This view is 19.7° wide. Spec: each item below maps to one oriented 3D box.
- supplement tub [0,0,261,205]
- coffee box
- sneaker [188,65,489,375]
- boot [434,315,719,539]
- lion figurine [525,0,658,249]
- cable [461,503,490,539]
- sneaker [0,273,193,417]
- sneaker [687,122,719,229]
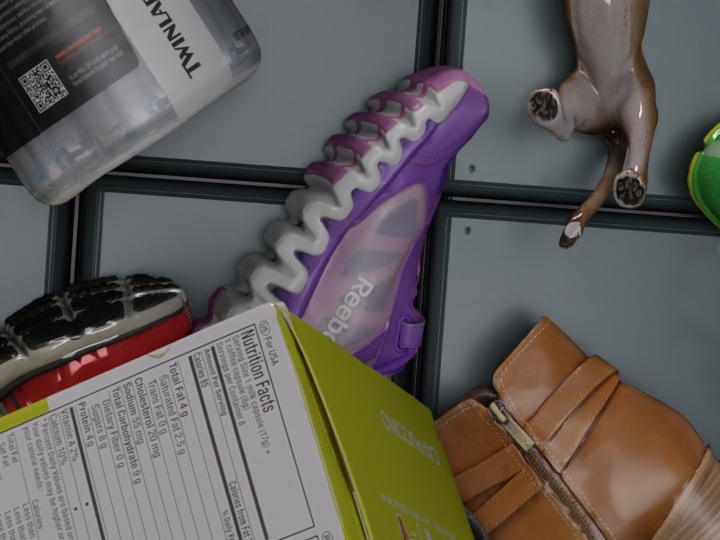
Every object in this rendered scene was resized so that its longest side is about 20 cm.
[{"bbox_3d":[-0.142,-0.141,0.899,0.122,0.123,0.201,-33,97,-4],"label":"supplement tub"},{"bbox_3d":[-0.054,0.159,0.834,0.196,0.200,0.202,-24,68,13],"label":"coffee box"},{"bbox_3d":[0.000,0.000,0.950,0.088,0.081,0.201,37,93,-14],"label":"sneaker"},{"bbox_3d":[0.076,0.136,0.972,0.155,0.074,0.200,43,91,2],"label":"boot"},{"bbox_3d":[0.115,-0.120,0.951,0.072,0.123,0.202,12,108,10],"label":"lion figurine"},{"bbox_3d":[0.067,0.174,0.925,0.199,0.050,0.098,32,96,23],"label":"cable"},{"bbox_3d":[-0.155,0.074,0.942,0.199,0.077,0.085,-33,107,3],"label":"sneaker"},{"bbox_3d":[0.249,-0.021,0.969,0.198,0.084,0.075,24,91,-6],"label":"sneaker"}]
